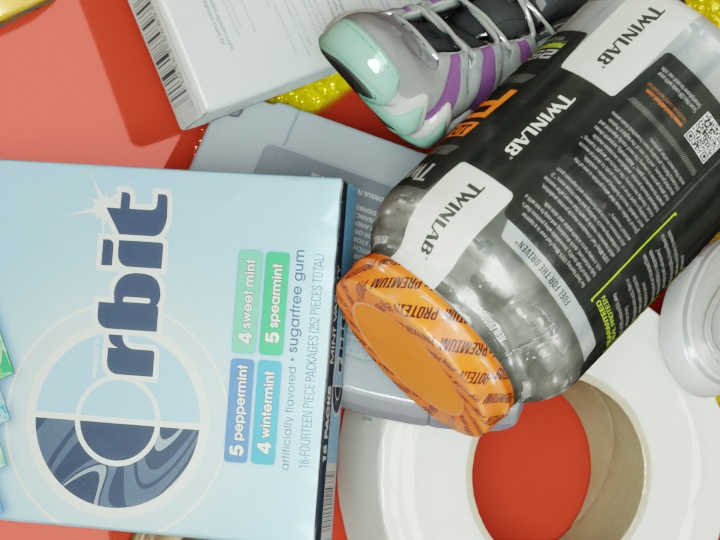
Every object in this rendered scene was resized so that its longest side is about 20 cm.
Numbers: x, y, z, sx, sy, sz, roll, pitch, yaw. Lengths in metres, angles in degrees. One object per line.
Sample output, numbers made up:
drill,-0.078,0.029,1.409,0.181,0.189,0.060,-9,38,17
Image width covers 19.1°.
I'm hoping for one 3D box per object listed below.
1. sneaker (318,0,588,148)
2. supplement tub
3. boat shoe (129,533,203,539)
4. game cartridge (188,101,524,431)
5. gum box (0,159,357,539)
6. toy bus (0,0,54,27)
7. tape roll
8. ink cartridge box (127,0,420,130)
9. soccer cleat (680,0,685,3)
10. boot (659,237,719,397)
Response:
sneaker,0.065,-0.127,1.045,0.140,0.200,0.078,-47,73,12
supplement tub,0.090,-0.026,0.986,0.200,0.122,0.123,-44,102,-17
boat shoe,-0.029,0.189,1.073,0.199,0.064,0.072,35,77,-16
game cartridge,0.000,0.000,1.059,0.198,0.041,0.134,20,65,8
gum box,-0.107,0.037,1.014,0.198,0.045,0.172,3,87,11
toy bus,-0.198,-0.219,1.030,0.078,0.065,0.201,-28,98,-17
tape roll,0.089,0.104,1.117,0.200,0.071,0.205,1,88,-19
ink cartridge box,-0.041,-0.196,1.083,0.199,0.041,0.201,-23,90,-27
soccer cleat,0.142,-0.106,1.155,0.072,0.068,0.202,-4,93,4
boot,0.241,-0.006,1.127,0.200,0.095,0.074,-40,100,-40
